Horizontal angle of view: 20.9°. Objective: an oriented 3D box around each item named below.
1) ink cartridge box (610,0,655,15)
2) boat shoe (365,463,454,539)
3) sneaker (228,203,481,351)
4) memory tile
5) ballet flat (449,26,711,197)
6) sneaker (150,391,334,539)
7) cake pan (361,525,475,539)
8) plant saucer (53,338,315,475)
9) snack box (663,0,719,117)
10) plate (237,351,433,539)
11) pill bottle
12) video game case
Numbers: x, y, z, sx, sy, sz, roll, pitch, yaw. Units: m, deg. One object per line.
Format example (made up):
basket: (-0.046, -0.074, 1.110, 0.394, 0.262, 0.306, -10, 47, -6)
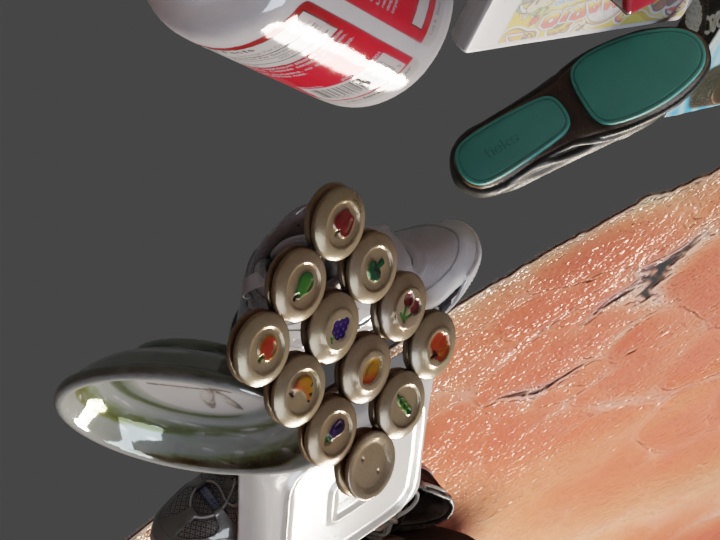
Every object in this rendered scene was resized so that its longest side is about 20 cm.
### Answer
ink cartridge box: (0.211, -0.261, 1.126, 0.200, 0.083, 0.146, -29, 143, -16)
boat shoe: (0.014, 0.204, 1.731, 0.074, 0.068, 0.199, -58, 148, 10)
sneaker: (0.000, 0.000, 1.378, 0.200, 0.075, 0.115, -23, 154, -14)
memory tile: (-0.007, 0.052, 1.314, 0.154, 0.017, 0.200, -58, 137, -19)
ballet flat: (0.154, -0.111, 1.382, 0.200, 0.068, 0.068, -25, 164, 7)
sneaker: (-0.088, 0.159, 1.574, 0.200, 0.075, 0.082, -35, 147, -20)
cake pan: (0.020, 0.257, 1.753, 0.200, 0.200, 0.037, 0, 95, -48)
plant saucer: (-0.113, 0.090, 1.374, 0.199, 0.050, 0.200, 7, 156, 3)
snack box: (0.294, -0.199, 1.408, 0.116, 0.037, 0.200, -15, 148, -33)
plate: (-0.014, 0.169, 1.573, 0.199, 0.032, 0.200, -30, 145, -29)
pill bottle: (-0.044, -0.160, 1.016, 0.112, 0.112, 0.200, -42, 152, 17)
video game case: (0.172, -0.220, 1.253, 0.200, 0.023, 0.182, -13, 148, -35)
